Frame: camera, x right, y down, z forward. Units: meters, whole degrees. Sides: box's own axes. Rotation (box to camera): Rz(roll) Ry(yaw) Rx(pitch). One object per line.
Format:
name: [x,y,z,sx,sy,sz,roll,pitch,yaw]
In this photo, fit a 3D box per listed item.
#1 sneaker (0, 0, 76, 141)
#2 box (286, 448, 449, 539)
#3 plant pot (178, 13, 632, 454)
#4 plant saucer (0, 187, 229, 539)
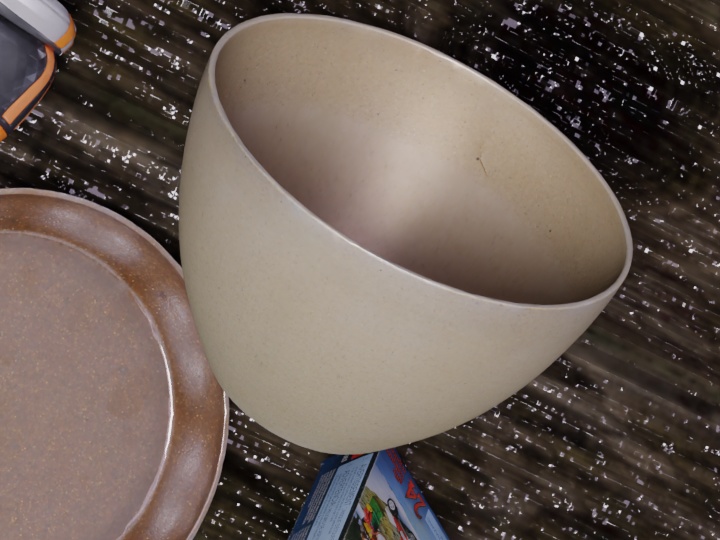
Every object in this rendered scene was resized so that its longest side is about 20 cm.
sneaker: [-0.229,-0.117,0.924,0.199,0.078,0.112,35,83,-12]
box: [0.032,0.191,0.957,0.037,0.137,0.201,-25,106,21]
plant pot: [0.000,0.000,0.944,0.199,0.201,0.135,22,121,-13]
plant saucer: [-0.156,0.064,0.955,0.199,0.034,0.202,-1,93,-26]
